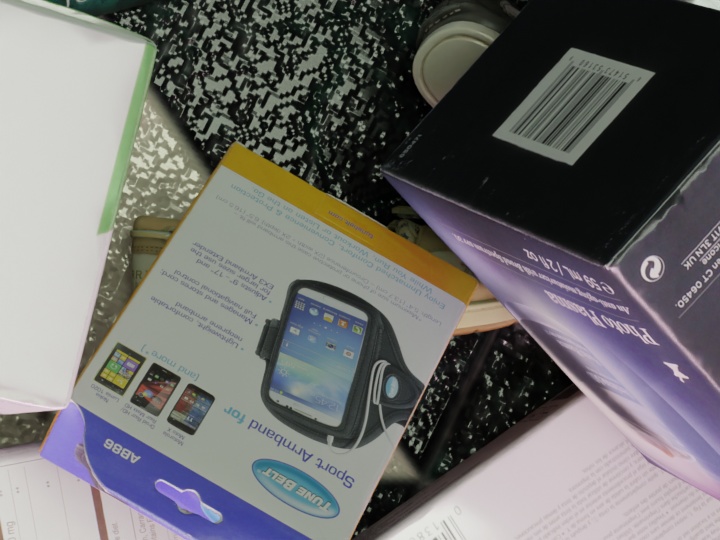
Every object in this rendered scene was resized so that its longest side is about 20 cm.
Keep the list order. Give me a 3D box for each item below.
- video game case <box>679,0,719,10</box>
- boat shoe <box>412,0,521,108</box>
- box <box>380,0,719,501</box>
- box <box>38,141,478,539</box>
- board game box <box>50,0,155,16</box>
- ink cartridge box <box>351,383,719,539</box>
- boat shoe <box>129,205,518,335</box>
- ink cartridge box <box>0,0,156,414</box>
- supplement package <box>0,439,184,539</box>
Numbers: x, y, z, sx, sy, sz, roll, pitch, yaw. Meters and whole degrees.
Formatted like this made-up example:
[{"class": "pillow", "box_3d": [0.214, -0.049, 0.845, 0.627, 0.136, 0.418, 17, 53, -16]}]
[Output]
[{"class": "video game case", "box_3d": [0.161, -0.061, 1.195, 0.143, 0.200, 0.017, 44, 83, -8]}, {"class": "boat shoe", "box_3d": [0.108, -0.055, 1.251, 0.200, 0.067, 0.057, 40, 36, -14]}, {"class": "box", "box_3d": [0.143, 0.002, 1.112, 0.123, 0.200, 0.198, -48, 116, -7]}, {"class": "box", "box_3d": [-0.040, 0.044, 1.092, 0.119, 0.042, 0.200, 30, 43, 0]}, {"class": "board game box", "box_3d": [-0.088, -0.172, 1.175, 0.199, 0.136, 0.028, -18, 50, -17]}, {"class": "ink cartridge box", "box_3d": [0.102, 0.152, 1.242, 0.200, 0.044, 0.174, -34, 95, -16]}, {"class": "boat shoe", "box_3d": [0.000, 0.000, 1.209, 0.199, 0.073, 0.063, -5, 89, -16]}, {"class": "ink cartridge box", "box_3d": [-0.158, -0.021, 1.101, 0.084, 0.200, 0.147, 16, 82, -17]}, {"class": "supplement package", "box_3d": [-0.131, 0.129, 1.137, 0.199, 0.117, 0.118, -10, 88, -16]}]
